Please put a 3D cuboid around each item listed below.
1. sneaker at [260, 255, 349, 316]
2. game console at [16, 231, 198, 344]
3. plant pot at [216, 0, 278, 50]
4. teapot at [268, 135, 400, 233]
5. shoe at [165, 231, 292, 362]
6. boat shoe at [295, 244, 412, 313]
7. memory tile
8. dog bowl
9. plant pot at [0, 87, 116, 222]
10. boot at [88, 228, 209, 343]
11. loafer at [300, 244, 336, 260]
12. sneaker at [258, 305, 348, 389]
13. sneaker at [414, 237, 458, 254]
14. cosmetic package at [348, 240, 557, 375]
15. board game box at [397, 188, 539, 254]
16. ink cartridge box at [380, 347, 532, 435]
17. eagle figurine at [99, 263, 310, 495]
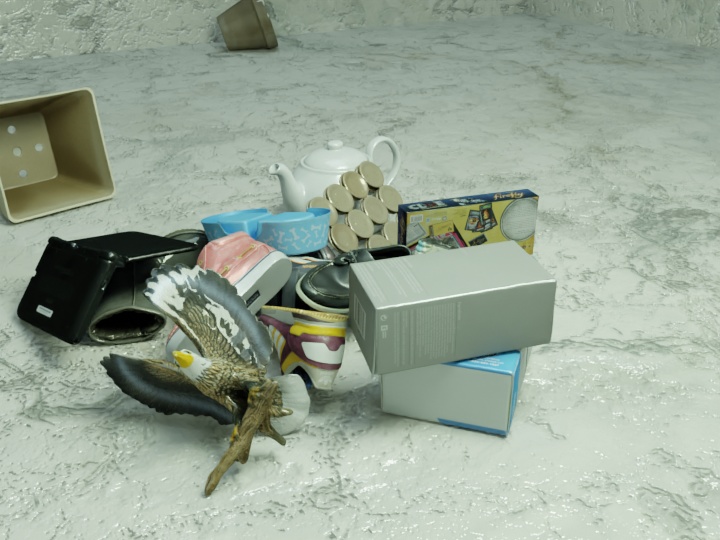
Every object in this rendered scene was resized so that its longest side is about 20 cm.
[{"bbox_3d":[-0.065,0.023,1.079,0.199,0.079,0.079,-5,20,-13],"label":"sneaker"},{"bbox_3d":[-0.335,0.014,1.058,0.116,0.176,0.200,30,-13,-40],"label":"game console"},{"bbox_3d":[-0.398,-0.847,2.797,0.173,0.200,0.200,-21,28,-2],"label":"plant pot"},{"bbox_3d":[-0.037,-0.148,1.358,0.197,0.146,0.200,3,25,6],"label":"teapot"},{"bbox_3d":[-0.184,0.032,1.013,0.091,0.072,0.200,31,60,28],"label":"shoe"},{"bbox_3d":[0.002,0.002,1.007,0.199,0.066,0.075,-6,50,-49],"label":"boat shoe"},{"bbox_3d":[0.009,-0.080,1.237,0.017,0.153,0.200,-37,4,42],"label":"memory tile"},{"bbox_3d":[-0.132,-0.054,1.135,0.199,0.050,0.111,1,14,31],"label":"dog bowl"},{"bbox_3d":[-0.592,-0.213,1.464,0.199,0.201,0.177,-22,21,-38],"label":"plant pot"},{"bbox_3d":[-0.277,0.017,1.102,0.181,0.073,0.200,-19,22,-7],"label":"boot"},{"bbox_3d":[-0.085,-0.043,1.232,0.063,0.072,0.200,-12,25,-33],"label":"loafer"},{"bbox_3d":[-0.077,0.091,0.950,0.075,0.090,0.200,9,-5,-20],"label":"sneaker"},{"bbox_3d":[0.153,0.019,1.099,0.199,0.087,0.078,16,12,-20],"label":"sneaker"},{"bbox_3d":[0.095,0.035,0.856,0.199,0.090,0.107,-5,27,-13],"label":"cosmetic package"},{"bbox_3d":[0.149,-0.036,1.137,0.199,0.136,0.035,-8,26,-17],"label":"board game box"},{"bbox_3d":[0.120,0.088,0.936,0.145,0.084,0.200,7,28,17],"label":"ink cartridge box"},{"bbox_3d":[-0.158,0.101,0.833,0.152,0.151,0.200,-30,45,-29],"label":"eagle figurine"}]
